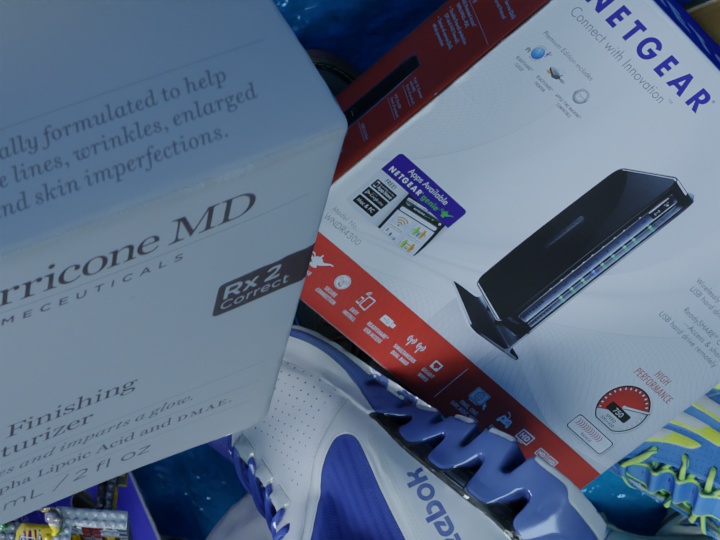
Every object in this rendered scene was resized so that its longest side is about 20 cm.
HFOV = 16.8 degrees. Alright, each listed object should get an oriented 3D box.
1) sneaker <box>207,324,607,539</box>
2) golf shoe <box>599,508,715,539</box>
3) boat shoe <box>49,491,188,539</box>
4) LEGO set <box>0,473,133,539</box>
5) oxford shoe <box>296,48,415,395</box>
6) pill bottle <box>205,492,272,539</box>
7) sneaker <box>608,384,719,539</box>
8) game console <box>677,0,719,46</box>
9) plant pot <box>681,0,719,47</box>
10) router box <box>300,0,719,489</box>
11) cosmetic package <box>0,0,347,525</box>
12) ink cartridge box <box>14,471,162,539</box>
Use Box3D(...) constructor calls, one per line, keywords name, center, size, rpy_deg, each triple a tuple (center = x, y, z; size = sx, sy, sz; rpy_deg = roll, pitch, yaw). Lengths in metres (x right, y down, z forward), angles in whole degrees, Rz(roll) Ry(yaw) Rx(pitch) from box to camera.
Box3D(name="sneaker", center=(-0.013, 0.100, 0.961), size=(0.115, 0.199, 0.081), rpy_deg=(-50, 138, -21))
Box3D(name="golf shoe", center=(0.115, 0.162, 1.144), size=(0.198, 0.098, 0.079), rpy_deg=(-8, 128, 1))
Box3D(name="boat shoe", center=(-0.096, 0.156, 1.129), size=(0.069, 0.071, 0.200), rpy_deg=(-37, 120, 21))
Box3D(name="LEGO set", center=(-0.149, 0.085, 0.980), size=(0.153, 0.201, 0.116), rpy_deg=(13, 163, 0))
Box3D(name="oxford shoe", center=(0.000, 0.000, 1.027), size=(0.070, 0.075, 0.201), rpy_deg=(-17, 126, 5))
Box3D(name="pill bottle", center=(0.015, 0.184, 1.080), size=(0.110, 0.111, 0.200), rpy_deg=(-25, 128, 11))
Box3D(name="sneaker", center=(0.166, 0.086, 1.089), size=(0.199, 0.105, 0.076), rpy_deg=(11, 123, -14))
Box3D(name="game console", center=(0.116, -0.145, 0.965), size=(0.177, 0.031, 0.200), rpy_deg=(-37, 121, 19))
Box3D(name="plant pot", center=(0.174, -0.046, 1.019), size=(0.198, 0.028, 0.201), rpy_deg=(-2, 132, -2))
Box3D(name="router box", center=(0.080, -0.021, 0.965), size=(0.179, 0.049, 0.200), rpy_deg=(-40, 124, 16))
Box3D(name="cosmetic package", center=(-0.125, -0.030, 0.871), size=(0.164, 0.165, 0.200), rpy_deg=(-22, 155, -23))
Box3D(name="ink cartridge box", center=(-0.179, 0.152, 1.064), size=(0.199, 0.043, 0.199), rpy_deg=(-28, 81, 13))
